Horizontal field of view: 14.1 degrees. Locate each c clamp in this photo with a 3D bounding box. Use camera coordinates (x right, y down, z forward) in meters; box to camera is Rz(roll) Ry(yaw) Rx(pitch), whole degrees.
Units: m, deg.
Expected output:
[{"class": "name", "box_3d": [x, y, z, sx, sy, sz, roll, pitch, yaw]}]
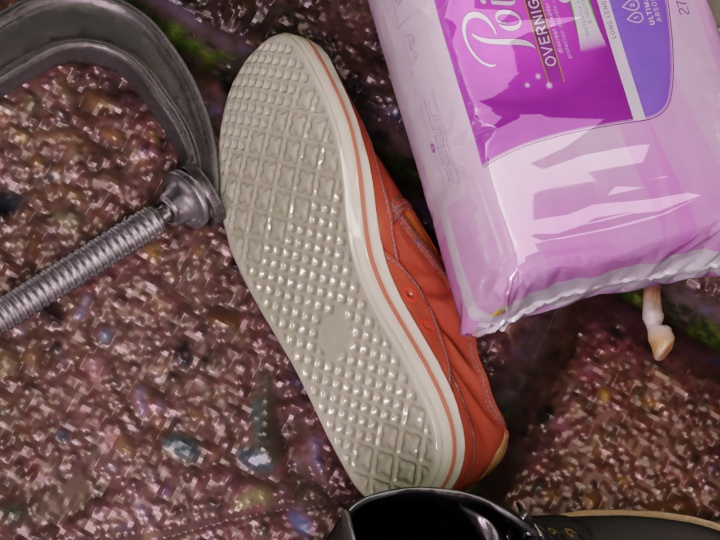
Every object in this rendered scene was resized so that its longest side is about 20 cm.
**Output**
[{"class": "c clamp", "box_3d": [-0.131, -0.013, 1.113, 0.200, 0.027, 0.171, -38, 77, -21]}]

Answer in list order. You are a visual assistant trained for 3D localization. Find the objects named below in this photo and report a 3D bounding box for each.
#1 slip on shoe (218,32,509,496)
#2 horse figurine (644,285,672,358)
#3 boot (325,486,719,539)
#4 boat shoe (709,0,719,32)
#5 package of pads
[{"class": "slip on shoe", "box_3d": [0.000, 0.000, 1.122, 0.061, 0.074, 0.201, 2, 58, -50]}, {"class": "horse figurine", "box_3d": [0.172, -0.048, 1.161, 0.199, 0.050, 0.133, -15, 69, 2]}, {"class": "boot", "box_3d": [0.069, 0.113, 1.049, 0.199, 0.138, 0.078, -8, 71, -17]}, {"class": "boat shoe", "box_3d": [0.093, -0.136, 1.204, 0.198, 0.073, 0.063, 7, 25, -5]}, {"class": "package of pads", "box_3d": [0.071, -0.083, 1.100, 0.120, 0.076, 0.201, -12, 77, -18]}]
